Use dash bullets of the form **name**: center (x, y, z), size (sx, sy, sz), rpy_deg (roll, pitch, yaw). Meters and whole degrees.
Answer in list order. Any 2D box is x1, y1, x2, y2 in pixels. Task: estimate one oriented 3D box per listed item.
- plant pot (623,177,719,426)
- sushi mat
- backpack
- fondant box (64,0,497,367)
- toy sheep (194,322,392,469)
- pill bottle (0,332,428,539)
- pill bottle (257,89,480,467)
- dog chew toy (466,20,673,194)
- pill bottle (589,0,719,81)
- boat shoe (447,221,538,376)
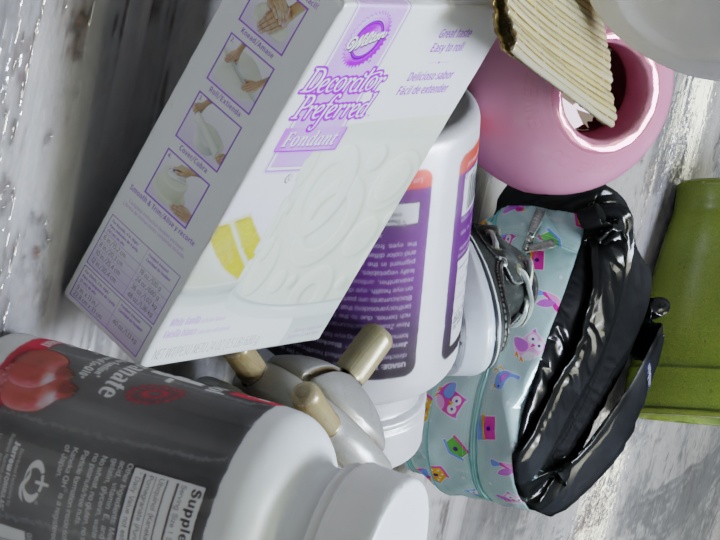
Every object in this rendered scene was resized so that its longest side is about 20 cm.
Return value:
- **plant pot**: center (0.312, 0.027, 2.246), size (0.200, 0.199, 0.194), rpy_deg (18, 75, -70)
- **sushi mat**: center (0.091, -0.131, 1.329), size (0.200, 0.012, 0.096), rpy_deg (22, 62, -70)
- **backpack**: center (0.104, 0.055, 1.764), size (0.201, 0.126, 0.167), rpy_deg (-65, 147, -22)
- **fondant box**: center (-0.032, -0.055, 1.277), size (0.144, 0.058, 0.201), rpy_deg (-8, 133, -56)
- **toy sheep**: center (-0.049, 0.105, 1.379), size (0.200, 0.138, 0.138), rpy_deg (-47, 154, -10)
- **pill bottle**: center (-0.077, 0.103, 1.196), size (0.111, 0.199, 0.111), rpy_deg (15, 90, -71)
- **pill bottle**: center (0.000, 0.000, 1.460), size (0.111, 0.111, 0.201), rpy_deg (-43, 144, -55)
- **dog chew toy**: center (0.083, -0.112, 1.522), size (0.124, 0.200, 0.125), rpy_deg (-6, 105, -25)
- **pill bottle**: center (0.197, -0.201, 1.383), size (0.201, 0.112, 0.112), rpy_deg (-60, 156, -26)
- **boat shoe**: center (0.067, 0.004, 1.580), size (0.200, 0.070, 0.072), rpy_deg (-108, -155, -67)
